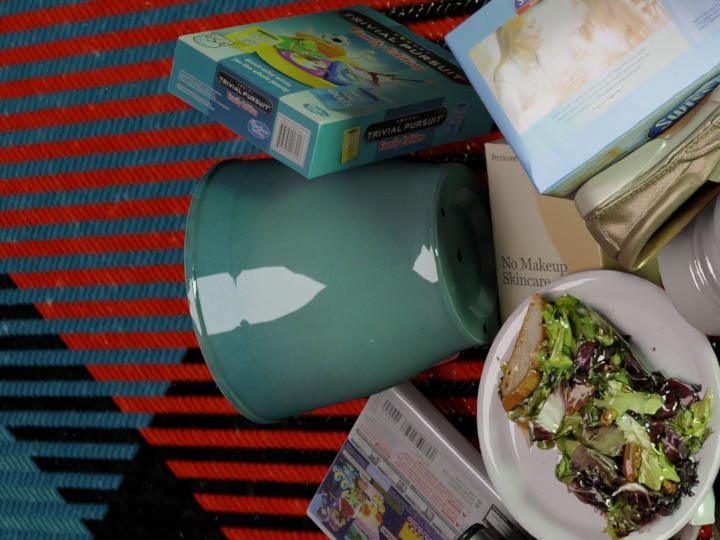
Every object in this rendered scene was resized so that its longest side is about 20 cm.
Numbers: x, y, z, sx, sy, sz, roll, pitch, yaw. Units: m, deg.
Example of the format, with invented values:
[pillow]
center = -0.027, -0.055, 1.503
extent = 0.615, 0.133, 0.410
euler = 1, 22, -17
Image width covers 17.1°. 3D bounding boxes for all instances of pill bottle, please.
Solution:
[pill bottle]
center = 0.295, -0.027, 1.554
extent = 0.200, 0.114, 0.115
euler = -25, 84, 45

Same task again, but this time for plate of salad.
[plate of salad]
center = 0.159, 0.099, 1.648
extent = 0.200, 0.048, 0.201
euler = -3, 85, 35

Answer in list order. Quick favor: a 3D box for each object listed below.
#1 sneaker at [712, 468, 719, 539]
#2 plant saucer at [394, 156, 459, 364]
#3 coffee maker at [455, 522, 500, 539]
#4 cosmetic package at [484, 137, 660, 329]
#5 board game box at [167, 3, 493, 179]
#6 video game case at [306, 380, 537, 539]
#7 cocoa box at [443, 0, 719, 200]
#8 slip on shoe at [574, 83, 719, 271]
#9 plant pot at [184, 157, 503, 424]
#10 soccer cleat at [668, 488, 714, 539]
[sneaker]
center = 0.263, 0.148, 1.671
extent = 0.089, 0.077, 0.201
euler = 4, 102, 54
[plant saucer]
center = -0.009, -0.006, 1.908
extent = 0.200, 0.037, 0.200
euler = -22, 86, 44
[coffee maker]
center = 0.123, 0.306, 1.770
extent = 0.200, 0.135, 0.192
euler = 37, 132, 18
[cosmetic package]
center = 0.156, 0.000, 1.725
extent = 0.105, 0.071, 0.201
euler = 2, 103, 43
[board game box]
center = -0.017, -0.136, 1.761
extent = 0.151, 0.200, 0.047
euler = 33, 123, 33
[video game case]
center = 0.058, 0.203, 1.889
extent = 0.200, 0.023, 0.182
euler = 45, 134, 18
[cocoa box]
center = 0.183, -0.152, 1.568
extent = 0.200, 0.131, 0.134
euler = -37, 74, 20
[slip on shoe]
center = 0.230, -0.075, 1.527
extent = 0.200, 0.076, 0.061
euler = -34, 70, 14
[plant pot]
center = 0.000, 0.000, 1.756
extent = 0.187, 0.200, 0.201
euler = -11, 95, 24
[soccer cleat]
center = 0.195, 0.187, 1.715
extent = 0.200, 0.069, 0.078
euler = 121, 141, -55
